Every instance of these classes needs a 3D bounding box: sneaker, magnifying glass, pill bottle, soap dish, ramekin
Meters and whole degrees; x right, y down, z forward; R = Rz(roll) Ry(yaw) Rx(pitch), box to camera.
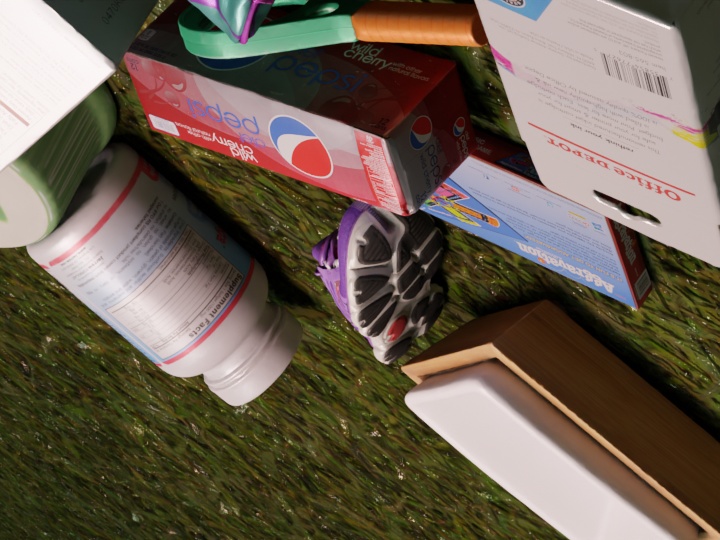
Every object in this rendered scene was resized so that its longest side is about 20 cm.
[{"bbox_3d":[0.000,0.000,1.582,0.083,0.081,0.200,38,165,15],"label":"sneaker"},{"bbox_3d":[-0.013,-0.132,1.296,0.200,0.080,0.022,5,120,40],"label":"magnifying glass"},{"bbox_3d":[-0.140,0.007,1.807,0.200,0.109,0.109,43,161,-21],"label":"pill bottle"},{"bbox_3d":[0.137,0.103,1.580,0.200,0.081,0.157,40,162,-10],"label":"soap dish"},{"bbox_3d":[-0.281,-0.101,1.725,0.200,0.098,0.200,16,153,8],"label":"ramekin"}]

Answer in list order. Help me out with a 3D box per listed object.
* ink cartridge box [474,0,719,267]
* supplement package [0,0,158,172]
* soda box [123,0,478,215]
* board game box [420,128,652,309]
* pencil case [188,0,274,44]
[{"bbox_3d":[0.126,-0.095,1.116,0.115,0.068,0.200,27,160,28],"label":"ink cartridge box"},{"bbox_3d":[-0.219,-0.139,1.437,0.117,0.117,0.200,41,133,-16],"label":"supplement package"},{"bbox_3d":[-0.035,-0.098,1.378,0.200,0.070,0.063,21,144,35],"label":"soda box"},{"bbox_3d":[0.073,-0.047,1.416,0.200,0.019,0.103,26,158,30],"label":"board game box"},{"bbox_3d":[-0.113,-0.208,1.246,0.200,0.085,0.092,38,180,-8],"label":"pencil case"}]
